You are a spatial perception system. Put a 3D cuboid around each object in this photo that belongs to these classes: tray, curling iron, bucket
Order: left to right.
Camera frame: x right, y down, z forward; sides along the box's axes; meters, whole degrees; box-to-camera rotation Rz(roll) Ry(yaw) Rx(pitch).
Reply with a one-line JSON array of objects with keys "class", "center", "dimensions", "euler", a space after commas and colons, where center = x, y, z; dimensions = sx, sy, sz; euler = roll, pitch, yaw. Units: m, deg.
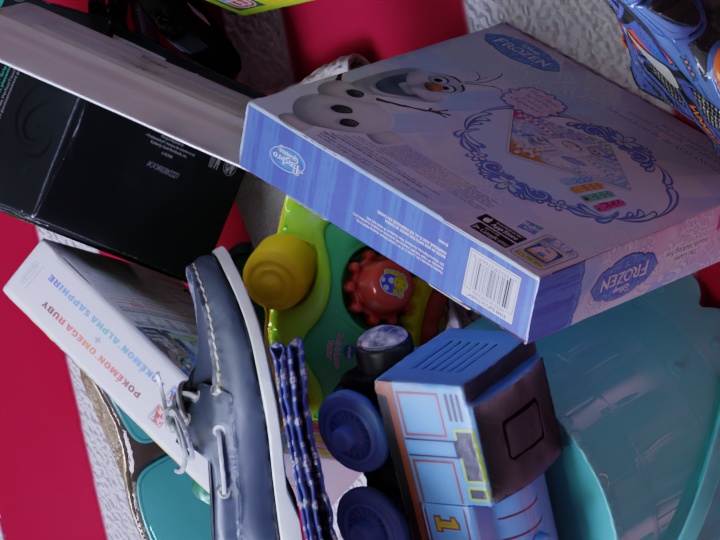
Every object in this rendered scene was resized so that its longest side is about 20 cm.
[{"class": "tray", "center": [-0.118, -0.100, 1.537], "dimensions": [0.200, 0.107, 0.022], "euler": [24, 101, 5]}, {"class": "curling iron", "center": [-0.124, -0.090, 1.806], "dimensions": [0.050, 0.026, 0.200], "euler": [-28, 82, 47]}, {"class": "bucket", "center": [0.117, 0.102, 1.578], "dimensions": [0.207, 0.135, 0.207], "euler": [27, 131, 36]}]

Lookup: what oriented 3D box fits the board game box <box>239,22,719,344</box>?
[{"class": "board game box", "center": [0.078, -0.050, 1.474], "dimensions": [0.200, 0.199, 0.043], "euler": [33, 127, 33]}]

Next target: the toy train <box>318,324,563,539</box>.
[{"class": "toy train", "center": [0.050, 0.123, 1.490], "dimensions": [0.114, 0.087, 0.200], "euler": [3, 114, 41]}]

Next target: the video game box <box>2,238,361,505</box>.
[{"class": "video game box", "center": [-0.099, 0.064, 1.700], "dimensions": [0.182, 0.200, 0.047], "euler": [41, 97, 18]}]

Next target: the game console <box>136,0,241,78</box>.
[{"class": "game console", "center": [-0.176, -0.166, 1.686], "dimensions": [0.176, 0.116, 0.200], "euler": [54, -175, 8]}]

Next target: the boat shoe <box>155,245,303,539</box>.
[{"class": "boat shoe", "center": [-0.072, 0.088, 1.543], "dimensions": [0.075, 0.062, 0.200], "euler": [-115, 14, -75]}]

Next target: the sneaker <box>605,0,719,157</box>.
[{"class": "sneaker", "center": [0.151, -0.125, 1.430], "dimensions": [0.200, 0.075, 0.078], "euler": [51, 150, -4]}]

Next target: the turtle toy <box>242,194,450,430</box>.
[{"class": "turtle toy", "center": [0.000, 0.000, 1.615], "dimensions": [0.101, 0.146, 0.200], "euler": [10, 116, 12]}]

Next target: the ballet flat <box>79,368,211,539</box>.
[{"class": "ballet flat", "center": [-0.138, 0.118, 1.956], "dimensions": [0.065, 0.070, 0.200], "euler": [-157, 49, -75]}]

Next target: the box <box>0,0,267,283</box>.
[{"class": "box", "center": [-0.183, -0.089, 1.712], "dimensions": [0.200, 0.148, 0.124], "euler": [19, 87, 44]}]

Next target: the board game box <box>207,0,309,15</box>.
[{"class": "board game box", "center": [-0.031, -0.242, 1.516], "dimensions": [0.102, 0.048, 0.200], "euler": [-6, 71, 48]}]

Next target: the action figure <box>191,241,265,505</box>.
[{"class": "action figure", "center": [-0.076, 0.047, 1.834], "dimensions": [0.118, 0.055, 0.200], "euler": [45, 133, 23]}]

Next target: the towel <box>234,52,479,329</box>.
[{"class": "towel", "center": [-0.011, -0.019, 1.717], "dimensions": [0.132, 0.034, 0.200], "euler": [-19, 97, 42]}]

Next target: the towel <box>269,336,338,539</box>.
[{"class": "towel", "center": [-0.016, 0.144, 1.484], "dimensions": [0.145, 0.024, 0.200], "euler": [89, 170, -75]}]
